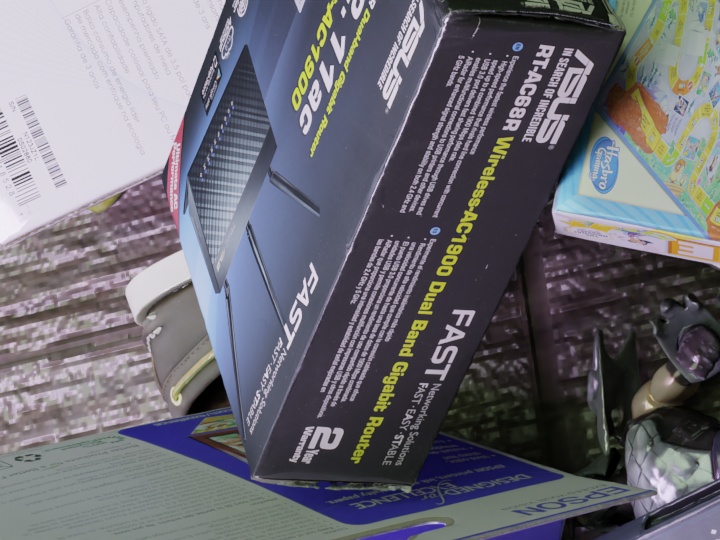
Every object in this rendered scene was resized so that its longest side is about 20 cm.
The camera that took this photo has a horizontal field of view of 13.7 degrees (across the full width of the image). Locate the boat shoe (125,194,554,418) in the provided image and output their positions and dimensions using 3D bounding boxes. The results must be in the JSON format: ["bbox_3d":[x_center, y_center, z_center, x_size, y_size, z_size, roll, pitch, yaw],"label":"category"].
[{"bbox_3d":[0.002,0.000,1.117,0.201,0.072,0.060,-25,72,29],"label":"boat shoe"}]

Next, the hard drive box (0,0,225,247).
[{"bbox_3d":[-0.073,-0.122,1.124,0.200,0.077,0.156,-24,95,13],"label":"hard drive box"}]

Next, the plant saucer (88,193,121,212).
[{"bbox_3d":[-0.111,-0.163,1.216,0.200,0.048,0.200,-48,64,13],"label":"plant saucer"}]

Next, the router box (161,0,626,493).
[{"bbox_3d":[0.003,-0.050,0.968,0.150,0.062,0.200,-111,33,-44],"label":"router box"}]

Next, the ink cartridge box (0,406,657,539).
[{"bbox_3d":[-0.036,0.091,1.018,0.200,0.198,0.044,12,108,53],"label":"ink cartridge box"}]

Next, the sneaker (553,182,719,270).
[{"bbox_3d":[0.111,-0.053,0.996,0.200,0.078,0.089,23,100,25],"label":"sneaker"}]

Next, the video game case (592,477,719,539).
[{"bbox_3d":[0.170,0.117,0.982,0.200,0.019,0.143,-29,108,24],"label":"video game case"}]

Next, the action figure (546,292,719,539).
[{"bbox_3d":[0.145,0.067,1.024,0.199,0.069,0.131,-11,99,30],"label":"action figure"}]

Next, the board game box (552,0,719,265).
[{"bbox_3d":[0.145,-0.097,0.932,0.134,0.034,0.201,12,80,9],"label":"board game box"}]
